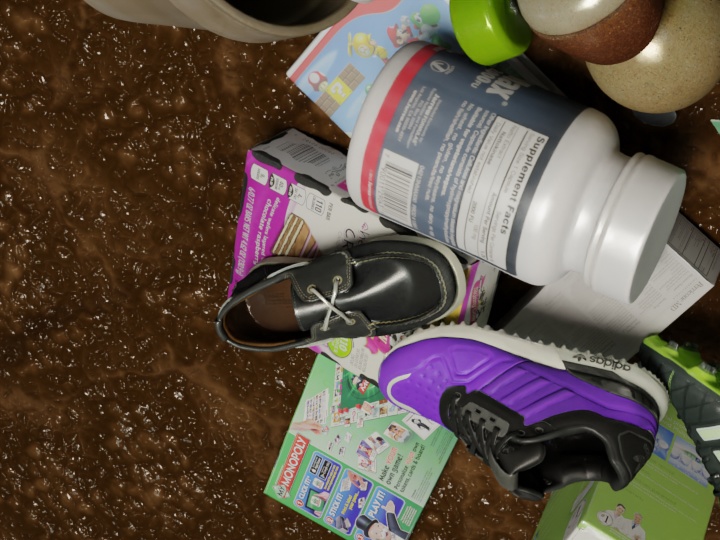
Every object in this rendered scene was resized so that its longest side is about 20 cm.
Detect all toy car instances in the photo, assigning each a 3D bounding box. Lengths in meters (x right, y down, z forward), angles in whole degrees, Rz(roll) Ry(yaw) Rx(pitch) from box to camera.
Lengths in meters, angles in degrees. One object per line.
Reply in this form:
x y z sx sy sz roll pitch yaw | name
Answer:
0.179 -0.163 0.864 0.163 0.160 0.200 -14 141 38 | toy car

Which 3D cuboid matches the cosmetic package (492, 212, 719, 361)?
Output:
0.164 0.031 1.018 0.082 0.051 0.200 42 129 0 | cosmetic package

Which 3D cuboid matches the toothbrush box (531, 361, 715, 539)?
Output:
0.184 0.178 1.006 0.085 0.200 0.147 30 128 3 | toothbrush box

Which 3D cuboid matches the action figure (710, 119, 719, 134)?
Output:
0.300 -0.033 0.906 0.116 0.055 0.202 -9 125 18 | action figure

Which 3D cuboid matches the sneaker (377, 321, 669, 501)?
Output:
0.096 0.098 0.926 0.197 0.100 0.070 7 136 20 | sneaker

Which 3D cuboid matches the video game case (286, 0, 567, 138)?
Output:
0.058 -0.116 0.998 0.200 0.017 0.143 44 129 -5 | video game case

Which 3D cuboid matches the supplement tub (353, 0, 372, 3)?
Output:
0.051 -0.255 0.790 0.199 0.141 0.141 -29 105 26 | supplement tub

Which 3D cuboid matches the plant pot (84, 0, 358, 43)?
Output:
-0.111 -0.238 0.911 0.172 0.200 0.202 -4 119 46 | plant pot

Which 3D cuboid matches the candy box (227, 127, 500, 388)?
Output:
0.000 0.000 1.041 0.198 0.061 0.138 27 125 24 | candy box

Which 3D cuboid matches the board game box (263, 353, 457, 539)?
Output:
0.006 0.146 1.181 0.133 0.029 0.202 29 128 8 | board game box

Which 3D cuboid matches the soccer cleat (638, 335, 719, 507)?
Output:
0.247 0.121 0.921 0.200 0.067 0.082 43 111 32 | soccer cleat

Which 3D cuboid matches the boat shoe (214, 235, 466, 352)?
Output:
-0.016 0.023 0.980 0.198 0.067 0.073 -8 107 37 | boat shoe

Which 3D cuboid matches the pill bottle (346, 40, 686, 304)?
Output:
0.101 -0.060 0.910 0.198 0.120 0.121 25 128 19 | pill bottle
